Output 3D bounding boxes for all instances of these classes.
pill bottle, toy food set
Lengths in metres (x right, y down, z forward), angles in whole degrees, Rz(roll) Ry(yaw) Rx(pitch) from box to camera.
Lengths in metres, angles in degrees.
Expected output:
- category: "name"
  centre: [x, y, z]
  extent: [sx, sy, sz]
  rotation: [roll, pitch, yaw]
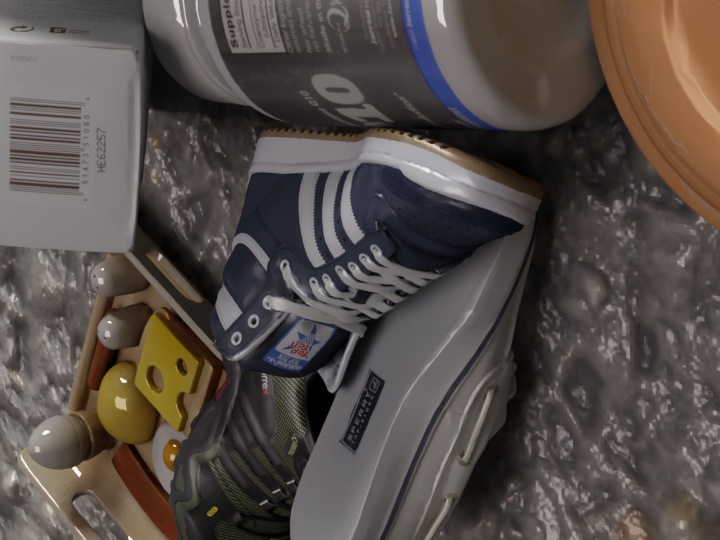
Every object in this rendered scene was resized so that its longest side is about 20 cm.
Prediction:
- category: "pill bottle"
  centre: [0.004, -0.117, 0.741]
  extent: [0.199, 0.113, 0.115]
  rotation: [7, 108, 47]
- category: "toy food set"
  centre: [-0.133, 0.078, 0.996]
  extent: [0.143, 0.060, 0.201]
  rotation: [44, 132, 30]

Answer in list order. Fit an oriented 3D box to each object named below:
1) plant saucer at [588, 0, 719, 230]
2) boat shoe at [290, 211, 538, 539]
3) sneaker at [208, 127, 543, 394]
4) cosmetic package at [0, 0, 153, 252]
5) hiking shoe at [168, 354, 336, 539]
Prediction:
- category: "plant saucer"
  centre: [0.162, -0.092, 0.615]
  extent: [0.199, 0.032, 0.202]
  rotation: [19, 121, 35]
- category: "boat shoe"
  centre: [0.037, 0.053, 0.794]
  extent: [0.072, 0.065, 0.202]
  rotation: [33, 103, 54]
- category: "sneaker"
  centre: [0.000, 0.000, 0.748]
  extent: [0.199, 0.070, 0.110]
  rotation: [10, 80, 61]
- category: "cosmetic package"
  centre: [-0.136, -0.094, 0.858]
  extent: [0.200, 0.073, 0.103]
  rotation: [-95, 11, -64]
- category: "hiking shoe"
  centre: [-0.035, 0.095, 0.882]
  extent: [0.100, 0.075, 0.202]
  rotation: [37, 127, 38]
